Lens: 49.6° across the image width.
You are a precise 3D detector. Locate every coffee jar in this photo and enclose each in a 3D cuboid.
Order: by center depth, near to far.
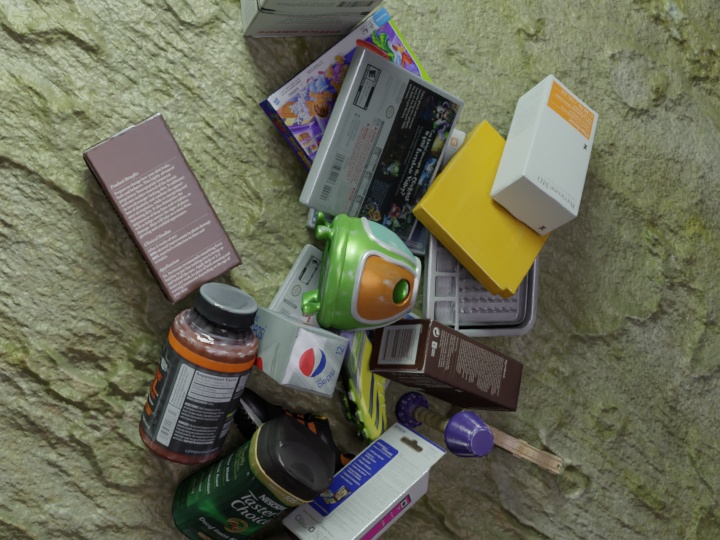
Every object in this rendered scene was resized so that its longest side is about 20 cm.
[{"bbox_3d":[-0.127,0.256,0.934,0.199,0.086,0.104,-38,116,25],"label":"coffee jar"}]

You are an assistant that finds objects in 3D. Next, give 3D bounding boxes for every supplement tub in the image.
[{"bbox_3d":[-0.185,0.118,0.917,0.106,0.107,0.202,16,107,-20],"label":"supplement tub"}]

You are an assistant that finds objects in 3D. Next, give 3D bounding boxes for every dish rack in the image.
[{"bbox_3d":[0.165,0.006,1.095,0.198,0.043,0.174,1,91,-31],"label":"dish rack"}]

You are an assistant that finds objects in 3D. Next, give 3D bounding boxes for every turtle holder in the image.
[{"bbox_3d":[-0.001,0.010,0.957,0.130,0.186,0.143,9,75,-6],"label":"turtle holder"}]

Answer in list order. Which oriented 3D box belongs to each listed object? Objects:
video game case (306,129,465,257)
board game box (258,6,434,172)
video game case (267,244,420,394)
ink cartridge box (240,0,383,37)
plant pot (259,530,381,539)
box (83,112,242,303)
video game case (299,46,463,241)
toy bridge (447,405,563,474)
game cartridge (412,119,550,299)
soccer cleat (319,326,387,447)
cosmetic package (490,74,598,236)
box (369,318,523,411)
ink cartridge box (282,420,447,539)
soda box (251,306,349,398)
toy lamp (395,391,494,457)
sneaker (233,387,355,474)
[{"bbox_3d":[0.038,-0.126,1.064,0.198,0.023,0.184,13,88,-21],"label":"video game case"},{"bbox_3d":[-0.011,-0.221,1.004,0.200,0.045,0.135,-42,107,-14],"label":"board game box"},{"bbox_3d":[-0.027,0.078,1.052,0.199,0.018,0.144,34,80,-19],"label":"video game case"},{"bbox_3d":[-0.055,-0.346,0.924,0.144,0.200,0.085,-7,93,-20],"label":"ink cartridge box"},{"bbox_3d":[-0.063,0.400,0.977,0.181,0.200,0.203,-10,96,-8],"label":"plant pot"},{"bbox_3d":[-0.236,-0.072,0.929,0.100,0.075,0.201,-31,104,-16],"label":"box"},{"bbox_3d":[0.030,-0.153,0.990,0.181,0.023,0.202,16,98,-39],"label":"video game case"},{"bbox_3d":[0.215,0.249,1.126,0.199,0.067,0.027,29,83,-20],"label":"toy bridge"},{"bbox_3d":[0.179,-0.083,1.062,0.176,0.032,0.200,45,57,-9],"label":"game cartridge"},{"bbox_3d":[0.011,0.142,1.026,0.083,0.065,0.202,-20,99,-21],"label":"soccer cleat"},{"bbox_3d":[0.257,-0.161,1.077,0.101,0.071,0.201,33,56,-18],"label":"cosmetic package"},{"bbox_3d":[0.116,0.127,1.029,0.199,0.100,0.076,25,69,-38],"label":"box"},{"bbox_3d":[0.009,0.272,0.949,0.199,0.094,0.037,-37,127,-25],"label":"ink cartridge box"},{"bbox_3d":[-0.082,0.091,0.914,0.063,0.200,0.069,18,88,-21],"label":"soda box"},{"bbox_3d":[0.109,0.199,1.012,0.058,0.200,0.059,-1,94,-21],"label":"toy lamp"},{"bbox_3d":[-0.087,0.209,1.016,0.201,0.070,0.090,51,61,-16],"label":"sneaker"}]
